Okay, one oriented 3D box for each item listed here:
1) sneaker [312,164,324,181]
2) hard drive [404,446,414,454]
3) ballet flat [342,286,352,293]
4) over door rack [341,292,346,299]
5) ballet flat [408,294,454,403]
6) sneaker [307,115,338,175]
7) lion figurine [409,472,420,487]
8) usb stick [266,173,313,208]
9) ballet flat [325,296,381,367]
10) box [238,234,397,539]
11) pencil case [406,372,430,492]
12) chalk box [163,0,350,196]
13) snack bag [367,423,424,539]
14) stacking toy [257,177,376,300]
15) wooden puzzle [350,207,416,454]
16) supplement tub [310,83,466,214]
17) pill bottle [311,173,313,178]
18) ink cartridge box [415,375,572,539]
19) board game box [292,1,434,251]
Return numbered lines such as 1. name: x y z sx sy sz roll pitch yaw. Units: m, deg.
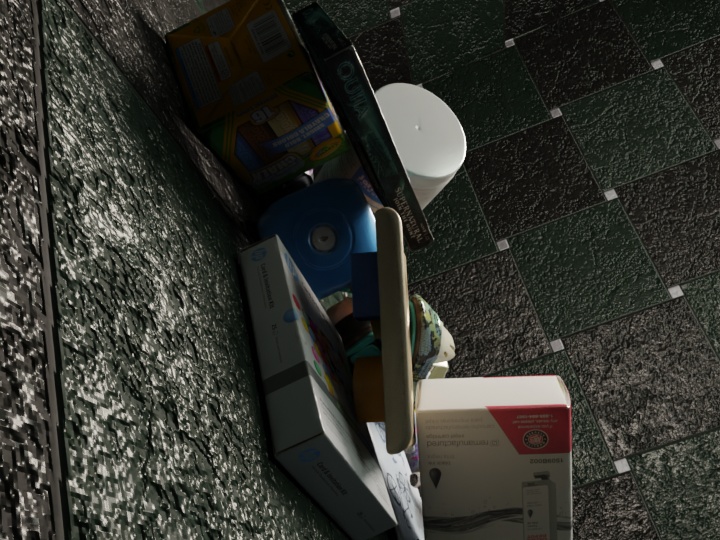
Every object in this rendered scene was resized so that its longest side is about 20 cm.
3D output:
1. sneaker: -0.017 -0.096 1.037 0.200 0.073 0.083 18 75 -62
2. hard drive: 0.042 0.123 0.926 0.132 0.026 0.201 -113 -163 -59
3. ballet flat: 0.000 0.000 0.837 0.200 0.070 0.066 12 -91 60
4. over door rack: -0.024 -0.005 1.038 0.200 0.066 0.148 60 6 -50
5. ballet flat: 0.068 0.093 0.773 0.201 0.074 0.075 103 -30 -53
6. sneaker: -0.064 -0.178 1.005 0.200 0.139 0.078 33 32 -81
7. lion figurine: 0.130 0.226 0.831 0.122 0.201 0.072 16 22 -43
8. usb stick: -0.087 -0.095 0.897 0.200 0.032 0.056 -70 155 -79
9. ballet flat: -0.012 0.075 0.829 0.069 0.068 0.200 56 -8 15
10. box: -0.036 0.092 0.563 0.201 0.041 0.156 -111 175 -46
11. pencil case: 0.093 0.232 1.037 0.091 0.083 0.200 37 19 -28
12. chalk box: -0.097 -0.173 0.745 0.200 0.123 0.126 57 9 -68
13. snack bag: 0.037 0.232 0.793 0.189 0.021 0.201 51 18 -69
14. stacking toy: -0.049 -0.032 0.791 0.200 0.115 0.110 178 -112 -83
15. wooden puzzle: 0.021 0.060 0.611 0.200 0.046 0.187 68 19 -77
16. supplement tub: 0.023 -0.113 0.848 0.200 0.131 0.133 -47 -118 55
17. pill bottle: -0.020 -0.090 1.189 0.120 0.119 0.201 -108 172 -57
18. ink cartridge box: 0.133 0.213 0.694 0.083 0.145 0.202 -62 148 -75
19. board game box: 0.004 -0.128 0.633 0.201 0.028 0.136 62 1 -37
